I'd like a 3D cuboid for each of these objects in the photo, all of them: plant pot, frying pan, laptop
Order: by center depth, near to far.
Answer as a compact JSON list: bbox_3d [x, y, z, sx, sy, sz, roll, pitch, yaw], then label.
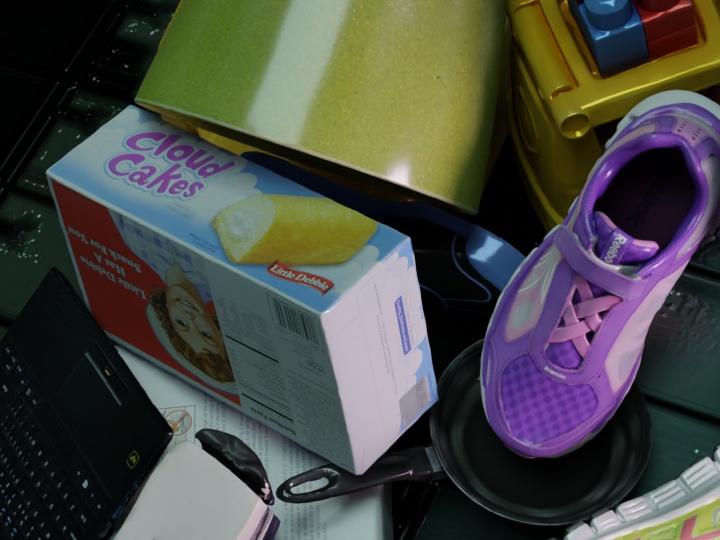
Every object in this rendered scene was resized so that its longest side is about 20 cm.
[{"bbox_3d":[0.064,0.102,1.078,0.190,0.031,0.115,-36,66,-22],"label":"frying pan"},{"bbox_3d":[-0.218,0.101,1.091,0.200,0.103,0.177,-54,40,10],"label":"laptop"},{"bbox_3d":[0.003,-0.152,1.099,0.187,0.187,0.200,19,91,24],"label":"plant pot"}]

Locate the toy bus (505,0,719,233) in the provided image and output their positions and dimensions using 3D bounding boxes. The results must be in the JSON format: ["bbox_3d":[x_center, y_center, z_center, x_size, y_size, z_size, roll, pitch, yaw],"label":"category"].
[{"bbox_3d":[0.173,-0.122,1.123,0.200,0.192,0.136,-19,53,-1],"label":"toy bus"}]

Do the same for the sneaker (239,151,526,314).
[{"bbox_3d":[0.000,0.000,1.164,0.200,0.070,0.078,19,72,28],"label":"sneaker"}]

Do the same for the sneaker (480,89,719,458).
[{"bbox_3d":[0.118,0.003,1.037,0.080,0.088,0.200,30,99,6],"label":"sneaker"}]

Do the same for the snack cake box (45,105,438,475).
[{"bbox_3d":[-0.061,0.008,1.081,0.200,0.115,0.067,26,54,34],"label":"snack cake box"}]

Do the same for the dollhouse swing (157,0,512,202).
[{"bbox_3d":[-0.014,-0.163,1.204,0.200,0.176,0.182,12,60,20],"label":"dollhouse swing"}]

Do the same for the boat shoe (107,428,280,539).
[{"bbox_3d":[-0.107,0.172,1.008,0.075,0.093,0.200,38,81,17],"label":"boat shoe"}]

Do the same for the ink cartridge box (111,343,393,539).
[{"bbox_3d":[-0.072,0.124,1.108,0.176,0.045,0.200,-7,55,8],"label":"ink cartridge box"}]

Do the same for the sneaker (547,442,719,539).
[{"bbox_3d":[0.147,0.156,1.016,0.200,0.078,0.090,-31,63,-5],"label":"sneaker"}]
